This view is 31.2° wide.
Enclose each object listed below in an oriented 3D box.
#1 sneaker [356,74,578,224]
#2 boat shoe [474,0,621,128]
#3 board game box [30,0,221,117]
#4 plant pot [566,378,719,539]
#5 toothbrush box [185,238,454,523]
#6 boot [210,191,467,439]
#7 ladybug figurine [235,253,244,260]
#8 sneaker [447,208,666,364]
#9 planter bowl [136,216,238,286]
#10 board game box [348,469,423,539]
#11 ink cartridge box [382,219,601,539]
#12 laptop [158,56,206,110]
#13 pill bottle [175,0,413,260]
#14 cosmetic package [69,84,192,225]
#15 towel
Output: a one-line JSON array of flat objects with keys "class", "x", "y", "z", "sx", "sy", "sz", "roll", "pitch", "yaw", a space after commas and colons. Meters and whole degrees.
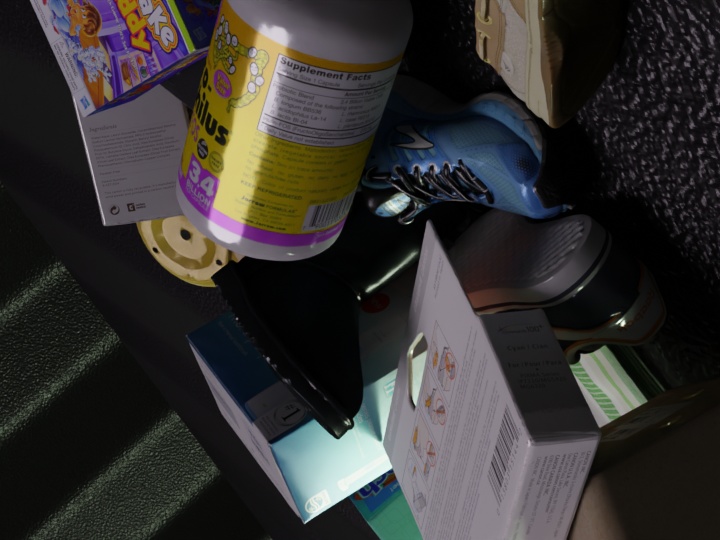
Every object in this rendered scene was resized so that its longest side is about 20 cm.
[{"class": "sneaker", "x": 0.049, "y": -0.055, "z": 0.769, "sx": 0.200, "sy": 0.090, "sz": 0.079, "roll": 21, "pitch": 149, "yaw": 57}, {"class": "boat shoe", "x": 0.073, "y": -0.135, "z": 0.551, "sx": 0.066, "sy": 0.074, "sz": 0.200, "roll": 36, "pitch": 161, "yaw": 21}, {"class": "board game box", "x": -0.163, "y": -0.212, "z": 0.796, "sx": 0.134, "sy": 0.045, "sz": 0.201, "roll": -18, "pitch": 98, "yaw": 47}, {"class": "plant pot", "x": 0.195, "y": 0.168, "z": 0.737, "sx": 0.178, "sy": 0.199, "sz": 0.200, "roll": 63, "pitch": 164, "yaw": 3}, {"class": "toothbrush box", "x": 0.000, "y": 0.061, "z": 0.925, "sx": 0.146, "sy": 0.199, "sz": 0.086, "roll": 45, "pitch": 158, "yaw": 49}, {"class": "boot", "x": 0.000, "y": 0.000, "z": 0.841, "sx": 0.076, "sy": 0.168, "sz": 0.200, "roll": 52, "pitch": 178, "yaw": -32}, {"class": "ladybug figurine", "x": -0.064, "y": -0.076, "z": 0.964, "sx": 0.072, "sy": 0.136, "sz": 0.200, "roll": -5, "pitch": 134, "yaw": 12}, {"class": "sneaker", "x": 0.110, "y": 0.012, "z": 0.783, "sx": 0.079, "sy": 0.079, "sz": 0.200, "roll": 40, "pitch": 174, "yaw": -15}, {"class": "planter bowl", "x": -0.131, "y": -0.049, "z": 1.108, "sx": 0.200, "sy": 0.083, "sz": 0.201, "roll": 17, "pitch": 130, "yaw": 22}, {"class": "board game box", "x": 0.048, "y": 0.129, "z": 1.022, "sx": 0.045, "sy": 0.152, "sz": 0.200, "roll": 52, "pitch": 174, "yaw": -18}, {"class": "ink cartridge box", "x": 0.068, "y": 0.099, "z": 0.752, "sx": 0.177, "sy": 0.044, "sz": 0.201, "roll": -110, "pitch": 22, "yaw": -46}, {"class": "laptop", "x": -0.103, "y": -0.204, "z": 0.783, "sx": 0.177, "sy": 0.200, "sz": 0.103, "roll": 39, "pitch": -162, "yaw": 23}, {"class": "pill bottle", "x": -0.034, "y": -0.111, "z": 0.714, "sx": 0.104, "sy": 0.104, "sz": 0.201, "roll": 40, "pitch": 129, "yaw": 27}, {"class": "cosmetic package", "x": -0.166, "y": -0.147, "z": 0.952, "sx": 0.108, "sy": 0.084, "sz": 0.201, "roll": -89, "pitch": -10, "yaw": -69}, {"class": "towel", "x": 0.156, "y": 0.082, "z": 0.926, "sx": 0.153, "sy": 0.023, "sz": 0.200, "roll": 51, "pitch": 164, "yaw": -5}]
